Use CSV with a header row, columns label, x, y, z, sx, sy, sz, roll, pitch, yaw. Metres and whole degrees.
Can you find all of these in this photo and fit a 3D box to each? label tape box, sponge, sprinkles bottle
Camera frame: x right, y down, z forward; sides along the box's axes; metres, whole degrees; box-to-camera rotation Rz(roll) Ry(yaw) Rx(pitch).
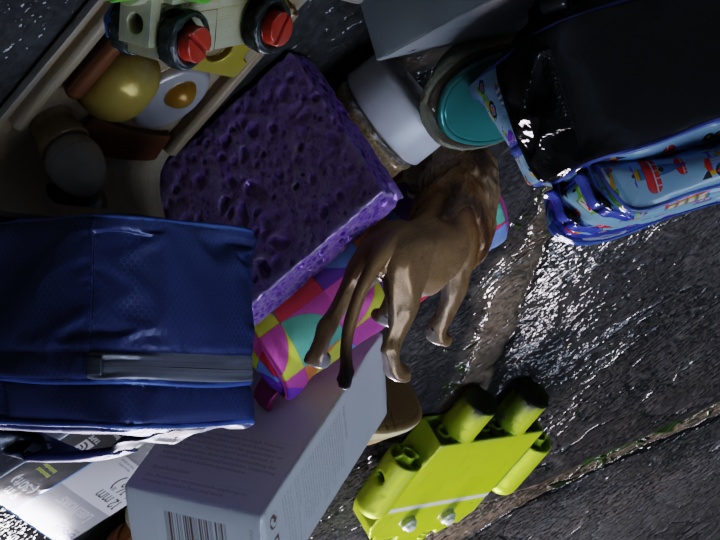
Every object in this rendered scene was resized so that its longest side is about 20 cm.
label,x,y,z,sx,sy,sz,roll,pitch,yaw
label tape box,-0.205,0.123,1.628,0.199,0.066,0.143,-34,154,2
sponge,-0.079,-0.024,1.452,0.200,0.112,0.030,-40,155,17
sprinkles bottle,-0.043,-0.047,1.501,0.200,0.068,0.068,-38,153,13

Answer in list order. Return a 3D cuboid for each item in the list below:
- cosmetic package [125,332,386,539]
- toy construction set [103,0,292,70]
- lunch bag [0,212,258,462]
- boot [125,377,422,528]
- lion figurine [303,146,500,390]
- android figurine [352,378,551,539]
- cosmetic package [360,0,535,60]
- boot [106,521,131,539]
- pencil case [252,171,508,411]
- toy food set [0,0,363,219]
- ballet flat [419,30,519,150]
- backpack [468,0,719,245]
label,x,y,z,sx,sy,sz,roll,pitch,yaw
cosmetic package,-0.064,0.115,1.603,0.200,0.101,0.074,-53,147,-48
toy construction set,-0.076,-0.171,1.198,0.199,0.092,0.132,-9,112,-37
lunch bag,-0.160,0.041,1.384,0.199,0.133,0.135,-3,174,40
boot,-0.063,0.134,1.793,0.199,0.073,0.156,-9,149,-45
lion figurine,0.032,-0.008,1.467,0.200,0.072,0.123,-49,159,-69
android figurine,0.071,0.166,2.028,0.181,0.041,0.200,-4,141,-44
cosmetic package,0.119,-0.177,1.403,0.199,0.052,0.151,-15,175,-31
boot,-0.132,0.233,1.893,0.199,0.074,0.155,-4,139,-47
pencil case,0.000,0.000,1.580,0.200,0.088,0.089,-36,155,-13
toy food set,-0.103,-0.098,1.358,0.200,0.061,0.143,-45,150,27
ballet flat,0.090,-0.119,1.502,0.199,0.062,0.068,-18,121,-44
backpack,0.157,-0.093,1.368,0.181,0.135,0.200,-17,176,-16
